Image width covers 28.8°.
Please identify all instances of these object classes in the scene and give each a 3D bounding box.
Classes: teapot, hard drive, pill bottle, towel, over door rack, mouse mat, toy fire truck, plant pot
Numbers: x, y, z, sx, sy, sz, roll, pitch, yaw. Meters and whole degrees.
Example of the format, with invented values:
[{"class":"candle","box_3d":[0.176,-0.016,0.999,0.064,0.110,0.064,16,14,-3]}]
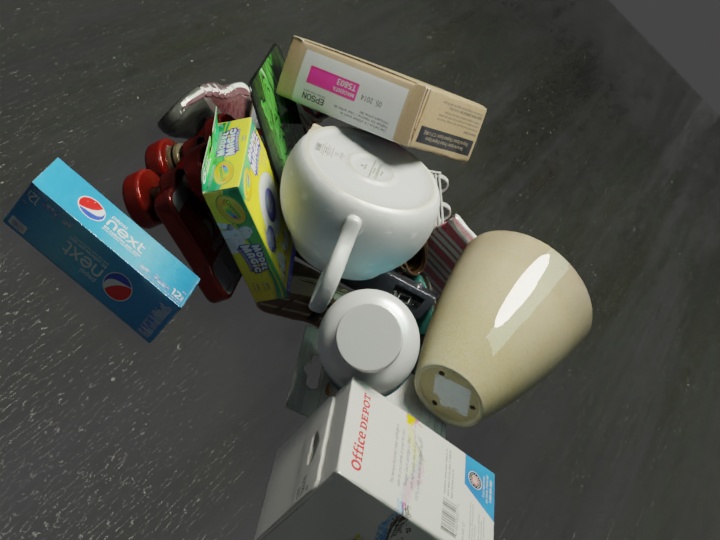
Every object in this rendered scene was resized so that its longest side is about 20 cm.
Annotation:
[{"class":"teapot","box_3d":[-0.012,-0.056,1.585,0.198,0.147,0.198,-6,42,-41]},{"class":"hard drive","box_3d":[0.000,0.000,1.730,0.198,0.043,0.135,28,3,3]},{"class":"pill bottle","box_3d":[0.009,0.081,1.514,0.111,0.111,0.200,48,-6,6]},{"class":"towel","box_3d":[0.124,0.000,1.830,0.146,0.199,0.030,46,62,-11]},{"class":"over door rack","box_3d":[0.032,-0.102,1.971,0.198,0.067,0.149,19,36,-16]},{"class":"mouse mat","box_3d":[-0.087,-0.153,1.657,0.161,0.007,0.202,-72,148,-62]},{"class":"toy fire truck","box_3d":[-0.177,-0.075,1.638,0.169,0.111,0.201,61,24,-22]},{"class":"plant pot","box_3d":[0.152,0.086,1.673,0.187,0.187,0.200,44,50,-2]}]

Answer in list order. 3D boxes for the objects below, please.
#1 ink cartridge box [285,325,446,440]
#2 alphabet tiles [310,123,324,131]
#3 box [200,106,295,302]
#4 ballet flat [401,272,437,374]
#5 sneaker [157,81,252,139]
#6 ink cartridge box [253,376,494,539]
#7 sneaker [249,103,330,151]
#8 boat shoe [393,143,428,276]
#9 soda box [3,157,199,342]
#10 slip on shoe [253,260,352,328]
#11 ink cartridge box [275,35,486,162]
[{"class":"ink cartridge box","box_3d":[0.006,0.166,1.632,0.198,0.050,0.163,24,34,-8]},{"class":"alphabet tiles","box_3d":[-0.035,-0.115,1.869,0.198,0.015,0.197,23,40,-11]},{"class":"box","box_3d":[-0.124,-0.077,1.564,0.118,0.048,0.201,-84,158,-43]},{"class":"ballet flat","box_3d":[0.090,0.094,1.791,0.064,0.066,0.202,67,7,-62]},{"class":"sneaker","box_3d":[-0.168,-0.177,1.789,0.116,0.076,0.200,51,29,5]},{"class":"ink cartridge box","box_3d":[0.018,0.243,1.429,0.199,0.145,0.148,36,31,-16]},{"class":"sneaker","box_3d":[-0.085,-0.174,1.758,0.071,0.111,0.202,39,43,-41]},{"class":"boat shoe","box_3d":[0.051,-0.077,1.739,0.075,0.074,0.204,41,-23,41]},{"class":"soda box","box_3d":[-0.270,-0.021,1.472,0.200,0.064,0.068,41,29,-8]},{"class":"slip on shoe","box_3d":[-0.041,0.036,1.689,0.198,0.076,0.061,18,47,-28]},{"class":"ink cartridge box","box_3d":[0.025,-0.201,1.654,0.198,0.076,0.164,26,11,28]}]
